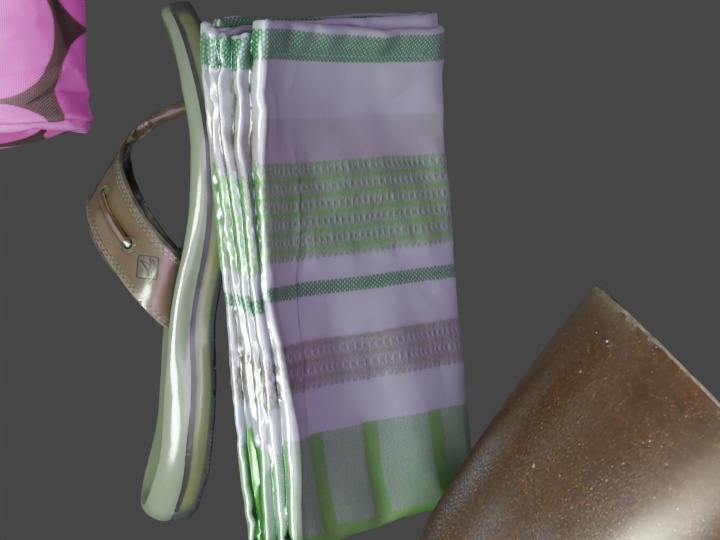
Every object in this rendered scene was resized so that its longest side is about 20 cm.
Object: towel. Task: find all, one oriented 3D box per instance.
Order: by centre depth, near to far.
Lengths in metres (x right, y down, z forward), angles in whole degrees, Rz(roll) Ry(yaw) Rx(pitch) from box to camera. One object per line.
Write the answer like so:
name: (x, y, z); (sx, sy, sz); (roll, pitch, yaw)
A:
towel: (0.000, 0.000, 0.991); (0.149, 0.031, 0.202); (-9, 94, -54)

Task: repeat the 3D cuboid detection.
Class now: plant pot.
plant pot: (0.084, 0.142, 0.991); (0.200, 0.187, 0.187); (-44, 100, 2)

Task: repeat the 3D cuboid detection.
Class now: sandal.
sandal: (-0.079, -0.005, 0.988); (0.057, 0.080, 0.203); (5, 87, -3)

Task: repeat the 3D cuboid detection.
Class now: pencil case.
pencil case: (-0.154, -0.145, 0.965); (0.091, 0.093, 0.202); (-4, 88, -61)
